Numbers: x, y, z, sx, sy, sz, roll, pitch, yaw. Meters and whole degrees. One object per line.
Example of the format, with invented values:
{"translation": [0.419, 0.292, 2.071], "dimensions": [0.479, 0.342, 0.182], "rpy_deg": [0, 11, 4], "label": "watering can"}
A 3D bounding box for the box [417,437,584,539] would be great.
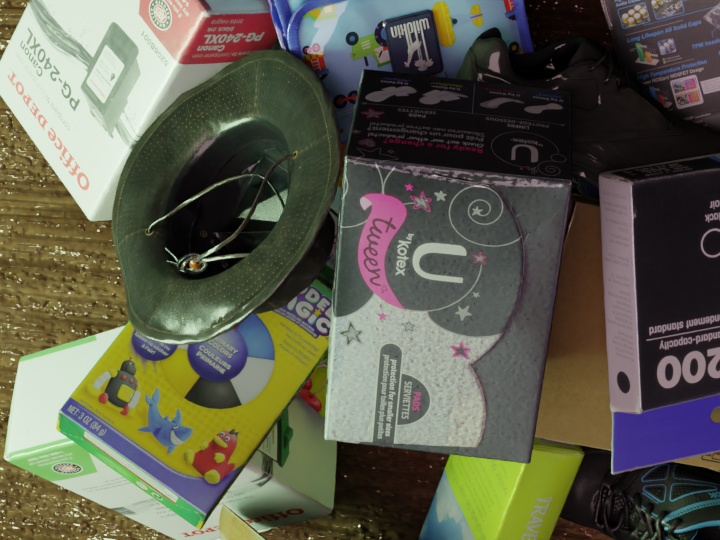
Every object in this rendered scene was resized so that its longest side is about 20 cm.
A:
{"translation": [0.090, 0.178, 1.267], "dimensions": [0.048, 0.122, 0.200], "rpy_deg": [10, 115, -18], "label": "box"}

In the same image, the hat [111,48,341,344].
{"translation": [-0.065, -0.035, 1.112], "dimensions": [0.201, 0.201, 0.081], "rpy_deg": [-34, 137, 25], "label": "hat"}

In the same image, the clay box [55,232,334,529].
{"translation": [-0.091, 0.052, 1.152], "dimensions": [0.115, 0.200, 0.048], "rpy_deg": [34, 157, 3], "label": "clay box"}

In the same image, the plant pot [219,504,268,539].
{"translation": [-0.026, 0.236, 1.241], "dimensions": [0.200, 0.200, 0.027], "rpy_deg": [39, 82, 3], "label": "plant pot"}

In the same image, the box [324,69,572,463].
{"translation": [0.049, -0.001, 1.055], "dimensions": [0.132, 0.115, 0.200], "rpy_deg": [6, 122, 2], "label": "box"}

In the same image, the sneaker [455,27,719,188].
{"translation": [0.150, -0.096, 1.104], "dimensions": [0.200, 0.076, 0.091], "rpy_deg": [9, 113, -14], "label": "sneaker"}

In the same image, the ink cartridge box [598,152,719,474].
{"translation": [0.247, 0.023, 1.110], "dimensions": [0.198, 0.043, 0.200], "rpy_deg": [-10, 108, -19], "label": "ink cartridge box"}

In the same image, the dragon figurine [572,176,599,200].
{"translation": [0.107, -0.067, 1.175], "dimensions": [0.200, 0.059, 0.100], "rpy_deg": [13, 73, -16], "label": "dragon figurine"}

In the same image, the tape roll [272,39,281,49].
{"translation": [-0.007, -0.195, 1.216], "dimensions": [0.200, 0.048, 0.201], "rpy_deg": [6, 110, 17], "label": "tape roll"}

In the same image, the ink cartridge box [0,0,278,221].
{"translation": [-0.154, -0.152, 1.220], "dimensions": [0.145, 0.083, 0.200], "rpy_deg": [52, 129, 22], "label": "ink cartridge box"}

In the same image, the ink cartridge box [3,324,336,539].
{"translation": [-0.130, 0.120, 1.278], "dimensions": [0.146, 0.200, 0.084], "rpy_deg": [-16, 57, 30], "label": "ink cartridge box"}

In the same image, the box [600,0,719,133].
{"translation": [0.261, -0.161, 1.136], "dimensions": [0.200, 0.046, 0.159], "rpy_deg": [-13, 104, 23], "label": "box"}

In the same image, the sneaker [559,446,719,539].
{"translation": [0.208, 0.165, 1.246], "dimensions": [0.200, 0.082, 0.073], "rpy_deg": [10, 113, 17], "label": "sneaker"}

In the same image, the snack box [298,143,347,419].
{"translation": [0.000, 0.000, 1.242], "dimensions": [0.169, 0.068, 0.200], "rpy_deg": [43, 126, -7], "label": "snack box"}

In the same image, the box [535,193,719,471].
{"translation": [0.209, 0.047, 1.179], "dimensions": [0.200, 0.021, 0.164], "rpy_deg": [11, 105, -14], "label": "box"}

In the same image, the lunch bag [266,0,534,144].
{"translation": [0.018, -0.177, 1.124], "dimensions": [0.150, 0.094, 0.200], "rpy_deg": [-18, 105, -3], "label": "lunch bag"}
